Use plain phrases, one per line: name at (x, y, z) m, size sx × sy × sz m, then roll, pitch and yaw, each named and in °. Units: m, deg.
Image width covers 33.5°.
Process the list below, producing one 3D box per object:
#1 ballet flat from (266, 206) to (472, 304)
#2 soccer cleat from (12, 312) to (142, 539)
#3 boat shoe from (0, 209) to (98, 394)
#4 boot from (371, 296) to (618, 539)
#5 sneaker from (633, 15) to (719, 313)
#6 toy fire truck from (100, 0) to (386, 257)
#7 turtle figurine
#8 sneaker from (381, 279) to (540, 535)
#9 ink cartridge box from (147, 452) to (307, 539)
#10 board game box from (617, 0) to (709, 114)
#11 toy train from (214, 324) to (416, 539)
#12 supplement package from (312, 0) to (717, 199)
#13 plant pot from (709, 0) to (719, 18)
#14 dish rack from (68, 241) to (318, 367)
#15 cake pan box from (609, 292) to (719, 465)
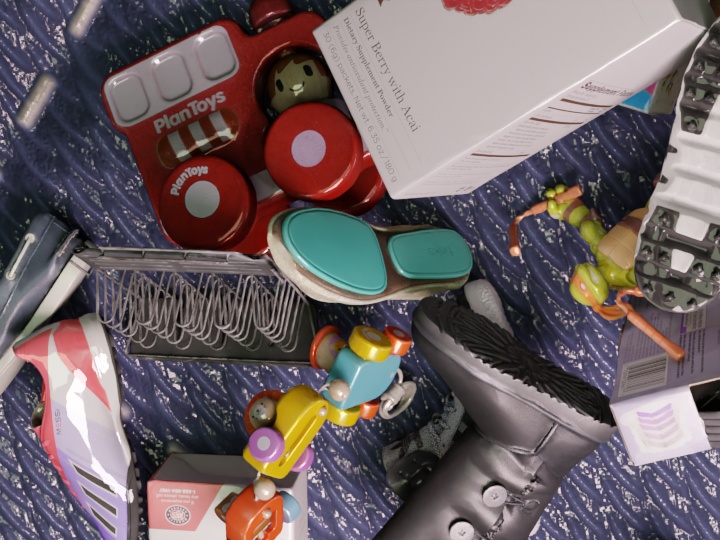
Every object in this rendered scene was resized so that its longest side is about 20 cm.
ballet flat at (0.000, 0.000, 0.825) m, size 0.062 × 0.199 × 0.068 m, roll -30°, pitch 66°, yaw 38°
soccer cleat at (-0.213, 0.132, 0.919) m, size 0.073 × 0.068 × 0.202 m, roll -13°, pitch 112°, yaw -18°
boat shoe at (-0.280, 0.044, 0.918) m, size 0.062 × 0.075 × 0.200 m, roll 37°, pitch 103°, yaw -4°
boot at (0.058, 0.137, 0.835) m, size 0.164 × 0.066 × 0.201 m, roll 32°, pitch 114°, yaw -7°
sneaker at (0.215, -0.077, 0.710) m, size 0.066 × 0.090 × 0.202 m, roll 21°, pitch 105°, yaw 13°
toy fire truck at (-0.075, -0.106, 0.850) m, size 0.199 × 0.112 × 0.169 m, roll -25°, pitch 81°, yaw 11°
turtle figurine at (0.204, -0.019, 0.816) m, size 0.161 × 0.200 × 0.065 m, roll -38°, pitch 125°, yaw -3°
sneaker at (0.068, 0.111, 0.891) m, size 0.113 × 0.076 × 0.202 m, roll -10°, pitch 104°, yaw 6°
ink cartridge box at (-0.102, 0.252, 0.950) m, size 0.115 × 0.068 × 0.202 m, roll 2°, pitch 102°, yaw 7°
board game box at (0.161, -0.219, 0.788) m, size 0.147 × 0.064 × 0.202 m, roll 21°, pitch 106°, yaw 24°
toy train at (-0.042, 0.116, 0.858) m, size 0.055 × 0.151 × 0.200 m, roll 34°, pitch 61°, yaw 23°
supplement package at (0.096, -0.144, 0.727) m, size 0.199 × 0.120 × 0.122 m, roll -31°, pitch 80°, yaw 27°
plant pot at (0.317, -0.181, 0.731) m, size 0.185 × 0.200 × 0.188 m, roll 2°, pitch 102°, yaw 7°
dish rack at (-0.112, 0.025, 0.839) m, size 0.152 × 0.200 × 0.055 m, roll 1°, pitch 76°, yaw 7°
cake pan box at (0.261, 0.042, 0.771) m, size 0.183 × 0.200 × 0.053 m, roll -19°, pitch 106°, yaw 23°
